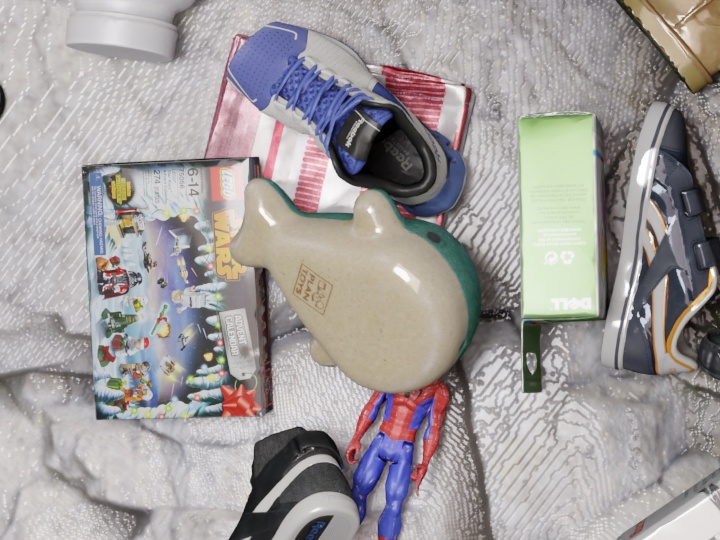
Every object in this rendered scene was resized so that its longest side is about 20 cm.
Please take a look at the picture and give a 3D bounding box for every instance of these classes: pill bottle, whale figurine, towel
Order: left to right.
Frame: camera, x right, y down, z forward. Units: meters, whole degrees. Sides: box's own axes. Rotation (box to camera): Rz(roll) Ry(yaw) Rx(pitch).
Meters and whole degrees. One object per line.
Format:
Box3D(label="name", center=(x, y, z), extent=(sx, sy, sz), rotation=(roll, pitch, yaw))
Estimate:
Box3D(label="pill bottle", center=(-0.174, -0.268, 1.436), extent=(0.112, 0.113, 0.201), rotation=(7, 89, 11))
Box3D(label="towel", center=(-0.022, -0.095, 1.445), extent=(0.199, 0.023, 0.145), rotation=(13, 90, 11))
Box3D(label="whale figurine", center=(0.000, 0.000, 1.370), extent=(0.199, 0.104, 0.160), rotation=(31, 127, 20))

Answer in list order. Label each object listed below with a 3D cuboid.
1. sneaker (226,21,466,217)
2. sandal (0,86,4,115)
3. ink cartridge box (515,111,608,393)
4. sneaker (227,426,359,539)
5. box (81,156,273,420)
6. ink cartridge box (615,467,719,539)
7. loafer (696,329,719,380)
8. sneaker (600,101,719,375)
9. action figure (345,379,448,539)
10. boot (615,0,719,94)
Box3D(label="sneaker", center=(-0.009, -0.117, 1.375), extent=(0.199, 0.115, 0.081), rotation=(37, 95, 8))
Box3D(label="sandal", center=(-0.362, -0.080, 1.495), extent=(0.075, 0.045, 0.200), rotation=(35, 94, 10))
Box3D(label="ink cartridge box", center=(0.151, -0.010, 1.367), extent=(0.059, 0.104, 0.201), rotation=(-2, 87, 11))
Box3D(label="sneaker", center=(-0.071, 0.199, 1.422), extent=(0.200, 0.073, 0.112), rotation=(-47, 37, 31))
Box3D(label="box", center=(-0.142, 0.014, 1.442), extent=(0.136, 0.040, 0.201), rotation=(-3, 94, 10))
Box3D(label="ink cartridge box", center=(0.283, 0.173, 1.312), extent=(0.200, 0.144, 0.084), rotation=(-35, 82, 7))
Box3D(label="loafer", center=(0.341, 0.044, 1.333), extent=(0.199, 0.068, 0.071), rotation=(-4, 112, -2))
Box3D(label="sneaker", center=(0.231, -0.021, 1.367), extent=(0.079, 0.078, 0.201), rotation=(10, 101, 16))
Box3D(label="action figure", center=(0.023, 0.143, 1.414), extent=(0.065, 0.052, 0.201), rotation=(17, 88, 14))
Box3D(label="boot", center=(0.278, -0.254, 1.379), extent=(0.200, 0.066, 0.175), rotation=(-39, 93, 7))
